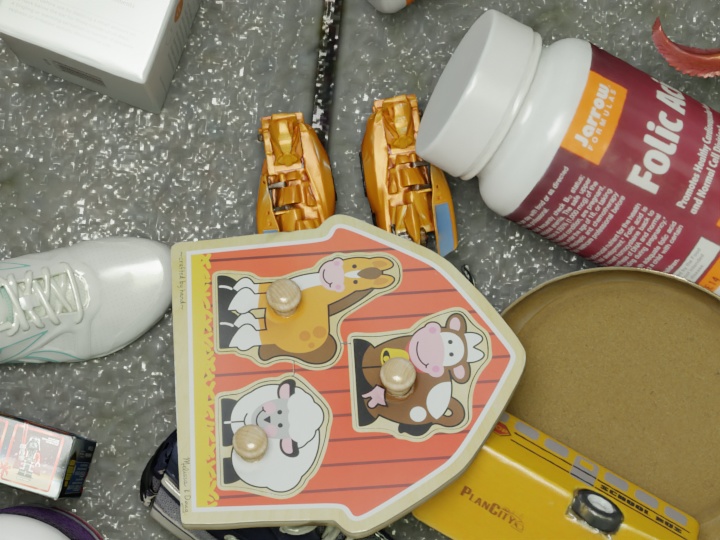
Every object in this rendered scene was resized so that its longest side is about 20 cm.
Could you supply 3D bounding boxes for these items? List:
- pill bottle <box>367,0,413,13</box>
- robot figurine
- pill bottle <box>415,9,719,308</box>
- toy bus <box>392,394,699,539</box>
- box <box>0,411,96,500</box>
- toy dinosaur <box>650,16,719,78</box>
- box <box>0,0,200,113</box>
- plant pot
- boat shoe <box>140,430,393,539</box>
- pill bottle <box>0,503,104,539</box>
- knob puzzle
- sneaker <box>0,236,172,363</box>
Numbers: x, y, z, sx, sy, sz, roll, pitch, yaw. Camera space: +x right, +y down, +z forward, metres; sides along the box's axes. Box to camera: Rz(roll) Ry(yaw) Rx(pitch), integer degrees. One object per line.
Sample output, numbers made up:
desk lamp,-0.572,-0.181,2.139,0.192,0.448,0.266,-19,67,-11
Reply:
pill bottle,0.069,-0.251,1.234,0.200,0.110,0.110,-33,88,-3
robot figurine,0.000,0.000,1.241,0.144,0.058,0.201,-9,86,-1
pill bottle,0.141,-0.066,1.206,0.199,0.114,0.115,26,86,-11
toy bus,0.095,0.132,1.196,0.199,0.078,0.065,29,111,4
box,-0.258,0.088,1.189,0.199,0.137,0.040,16,83,0
toy dinosaur,0.308,-0.130,1.211,0.181,0.199,0.106,-26,73,40
box,-0.133,-0.210,1.217,0.097,0.124,0.201,20,86,0
plant pot,0.161,0.086,1.216,0.199,0.027,0.201,7,114,16
boat shoe,-0.034,0.150,1.198,0.199,0.093,0.075,27,59,1
pill bottle,-0.196,0.191,1.152,0.111,0.200,0.112,0,86,-2
knob puzzle,-0.006,0.052,1.154,0.218,0.030,0.221,-1,61,1
sneaker,-0.203,0.026,1.224,0.199,0.080,0.071,-15,85,-4
